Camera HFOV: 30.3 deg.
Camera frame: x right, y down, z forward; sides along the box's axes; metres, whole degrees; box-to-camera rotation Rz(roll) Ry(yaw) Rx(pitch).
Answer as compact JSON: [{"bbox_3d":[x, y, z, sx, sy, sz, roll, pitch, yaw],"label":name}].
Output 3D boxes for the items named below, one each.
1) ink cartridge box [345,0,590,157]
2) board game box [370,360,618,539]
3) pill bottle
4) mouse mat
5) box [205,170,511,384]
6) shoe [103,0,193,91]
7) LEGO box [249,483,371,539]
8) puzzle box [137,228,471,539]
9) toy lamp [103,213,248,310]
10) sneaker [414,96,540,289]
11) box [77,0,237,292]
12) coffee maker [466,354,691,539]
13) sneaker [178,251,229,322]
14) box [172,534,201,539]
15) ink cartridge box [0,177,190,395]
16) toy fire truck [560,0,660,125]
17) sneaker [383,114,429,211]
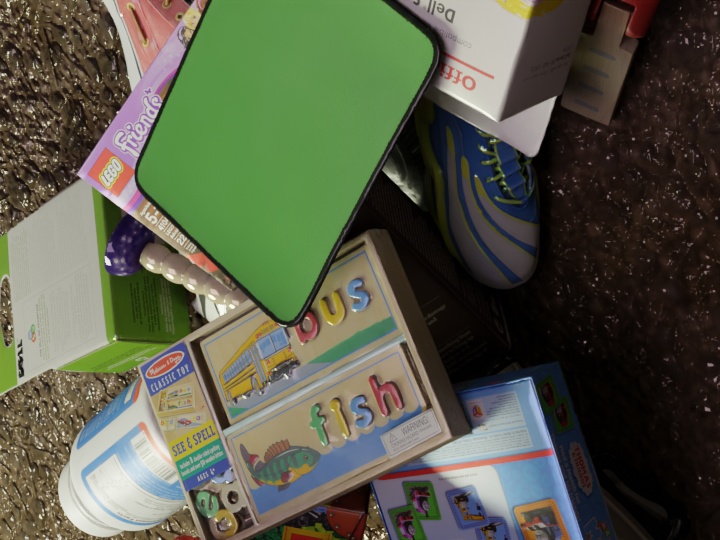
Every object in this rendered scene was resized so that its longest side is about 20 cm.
[{"bbox_3d":[0.062,-0.162,0.719,0.117,0.067,0.201,32,127,27],"label":"ink cartridge box"},{"bbox_3d":[0.084,0.166,0.799,0.151,0.036,0.202,-17,92,43],"label":"board game box"},{"bbox_3d":[-0.183,0.158,1.155,0.200,0.112,0.113,-38,81,43],"label":"pill bottle"},{"bbox_3d":[-0.050,-0.088,0.773,0.161,0.008,0.201,42,117,24],"label":"mouse mat"},{"bbox_3d":[0.000,0.000,0.876,0.100,0.075,0.200,-33,125,20],"label":"box"},{"bbox_3d":[-0.147,-0.209,1.016,0.090,0.071,0.202,-4,109,40],"label":"shoe"},{"bbox_3d":[-0.037,0.164,0.969,0.076,0.200,0.150,11,118,-1],"label":"LEGO box"},{"bbox_3d":[-0.041,0.077,0.815,0.199,0.025,0.134,-30,74,28],"label":"puzzle box"},{"bbox_3d":[-0.093,0.021,0.981,0.199,0.058,0.059,23,121,14],"label":"toy lamp"},{"bbox_3d":[0.074,-0.082,0.840,0.105,0.075,0.202,-137,30,-84],"label":"sneaker"},{"bbox_3d":[-0.081,-0.098,0.886,0.136,0.039,0.200,37,118,-7],"label":"box"},{"bbox_3d":[0.104,0.182,0.903,0.200,0.134,0.192,51,132,14],"label":"coffee maker"},{"bbox_3d":[-0.109,-0.040,1.041,0.088,0.074,0.202,22,120,32],"label":"sneaker"},{"bbox_3d":[-0.054,0.253,0.829,0.198,0.103,0.095,12,117,22],"label":"box"},{"bbox_3d":[-0.239,0.016,1.143,0.199,0.075,0.149,-24,68,44],"label":"ink cartridge box"},{"bbox_3d":[0.121,-0.192,0.772,0.175,0.128,0.201,32,115,28],"label":"toy fire truck"},{"bbox_3d":[-0.021,-0.113,0.927,0.200,0.090,0.067,51,132,13],"label":"sneaker"}]
